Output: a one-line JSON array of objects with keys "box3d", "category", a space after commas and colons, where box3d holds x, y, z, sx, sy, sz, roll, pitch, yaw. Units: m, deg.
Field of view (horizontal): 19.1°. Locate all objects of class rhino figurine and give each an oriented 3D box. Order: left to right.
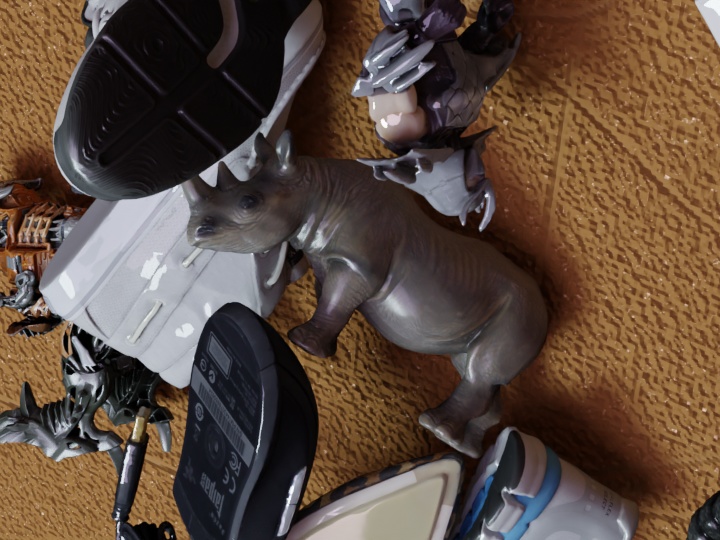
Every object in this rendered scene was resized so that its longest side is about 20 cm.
[{"box3d": [0.000, 0.000, 0.957, 0.200, 0.088, 0.060, 34, 176, -17], "category": "rhino figurine"}]

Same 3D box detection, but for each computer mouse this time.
[{"box3d": [-0.066, 0.090, 1.006, 0.140, 0.046, 0.201, 45, 132, 49], "category": "computer mouse"}]

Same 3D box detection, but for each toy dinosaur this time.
[{"box3d": [-0.130, 0.025, 1.097, 0.200, 0.102, 0.136, 36, 118, 43], "category": "toy dinosaur"}]

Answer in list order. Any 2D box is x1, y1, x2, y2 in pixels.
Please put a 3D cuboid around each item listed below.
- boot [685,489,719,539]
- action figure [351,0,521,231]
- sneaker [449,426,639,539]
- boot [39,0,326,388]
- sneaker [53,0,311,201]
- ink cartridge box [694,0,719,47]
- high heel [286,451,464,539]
[{"box3d": [0.237, 0.067, 0.798, 0.211, 0.158, 0.080, -22, 101, 42], "category": "boot"}, {"box3d": [0.022, -0.112, 0.878, 0.069, 0.130, 0.201, -15, 92, 11], "category": "action figure"}, {"box3d": [0.072, 0.157, 1.039, 0.086, 0.075, 0.200, 22, 143, -8], "category": "sneaker"}, {"box3d": [-0.058, -0.035, 1.010, 0.095, 0.074, 0.200, 35, 112, -17], "category": "boot"}, {"box3d": [-0.088, -0.087, 0.929, 0.076, 0.201, 0.115, 46, 139, -16], "category": "sneaker"}, {"box3d": [0.207, -0.082, 0.794, 0.116, 0.067, 0.200, -25, 99, 43], "category": "ink cartridge box"}, {"box3d": [-0.007, 0.135, 1.070, 0.071, 0.143, 0.200, 41, 113, -3], "category": "high heel"}]
